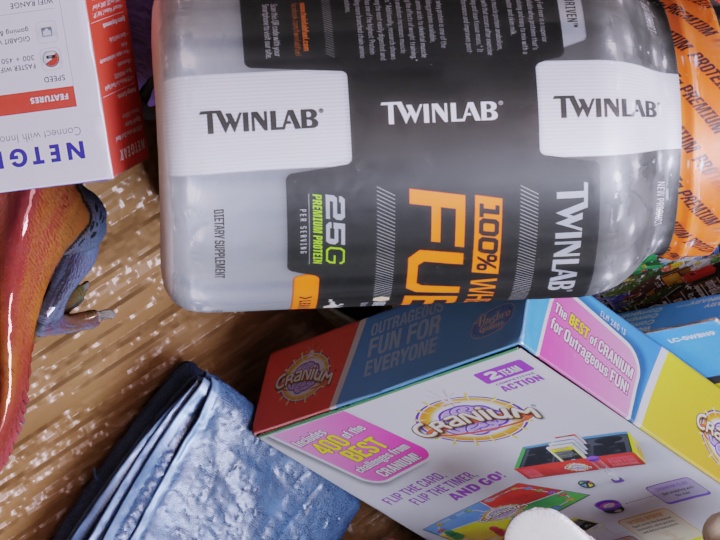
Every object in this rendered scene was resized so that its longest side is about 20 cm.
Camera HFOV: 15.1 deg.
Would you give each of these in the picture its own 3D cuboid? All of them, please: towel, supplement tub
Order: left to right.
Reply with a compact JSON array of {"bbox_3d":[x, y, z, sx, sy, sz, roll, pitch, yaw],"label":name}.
[{"bbox_3d":[-0.084,0.145,1.113,0.112,0.048,0.200,41,72,-28],"label":"towel"},{"bbox_3d":[0.026,-0.049,0.973,0.199,0.123,0.123,-3,96,-3],"label":"supplement tub"}]

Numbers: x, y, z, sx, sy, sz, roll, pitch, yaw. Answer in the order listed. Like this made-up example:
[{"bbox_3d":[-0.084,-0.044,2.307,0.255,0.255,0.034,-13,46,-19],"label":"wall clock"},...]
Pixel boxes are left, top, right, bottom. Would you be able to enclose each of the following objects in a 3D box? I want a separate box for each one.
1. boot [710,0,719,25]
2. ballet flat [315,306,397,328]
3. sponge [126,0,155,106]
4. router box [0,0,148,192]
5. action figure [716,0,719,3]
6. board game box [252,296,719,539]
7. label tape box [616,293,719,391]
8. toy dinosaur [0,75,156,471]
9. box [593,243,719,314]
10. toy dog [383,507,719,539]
[{"bbox_3d":[0.057,-0.111,1.140,0.200,0.132,0.070,-15,144,-37],"label":"boot"},{"bbox_3d":[0.000,0.000,1.141,0.200,0.062,0.068,25,105,-30],"label":"ballet flat"},{"bbox_3d":[-0.043,-0.129,1.035,0.112,0.200,0.030,41,48,-26],"label":"sponge"},{"bbox_3d":[-0.188,-0.111,0.957,0.199,0.049,0.180,-6,100,12],"label":"router box"},{"bbox_3d":[0.105,-0.168,1.197,0.099,0.065,0.200,-46,115,-31],"label":"action figure"},{"bbox_3d":[0.080,0.077,1.111,0.200,0.153,0.040,34,52,-33],"label":"board game box"},{"bbox_3d":[0.140,0.056,1.159,0.200,0.144,0.063,44,46,-41],"label":"label tape box"},{"bbox_3d":[-0.106,-0.044,1.021,0.105,0.200,0.182,5,136,-21],"label":"toy dinosaur"},{"bbox_3d":[0.127,-0.029,1.128,0.136,0.200,0.038,-22,71,11],"label":"box"},{"bbox_3d":[0.074,0.133,1.085,0.199,0.132,0.097,-15,68,7],"label":"toy dog"}]
